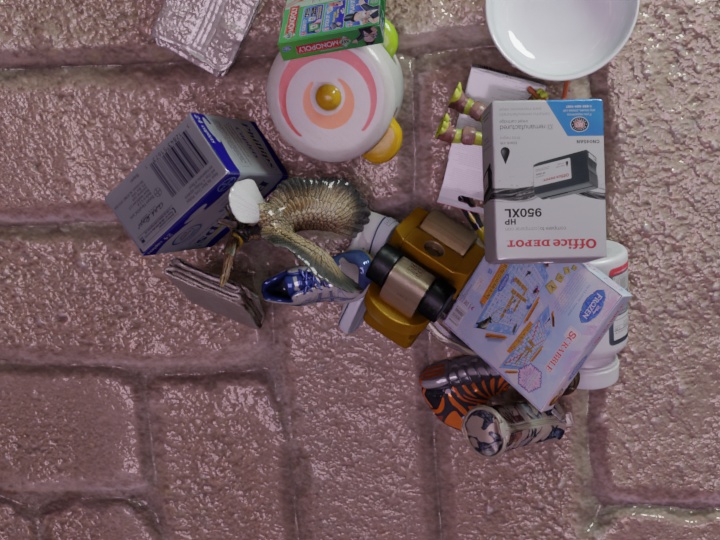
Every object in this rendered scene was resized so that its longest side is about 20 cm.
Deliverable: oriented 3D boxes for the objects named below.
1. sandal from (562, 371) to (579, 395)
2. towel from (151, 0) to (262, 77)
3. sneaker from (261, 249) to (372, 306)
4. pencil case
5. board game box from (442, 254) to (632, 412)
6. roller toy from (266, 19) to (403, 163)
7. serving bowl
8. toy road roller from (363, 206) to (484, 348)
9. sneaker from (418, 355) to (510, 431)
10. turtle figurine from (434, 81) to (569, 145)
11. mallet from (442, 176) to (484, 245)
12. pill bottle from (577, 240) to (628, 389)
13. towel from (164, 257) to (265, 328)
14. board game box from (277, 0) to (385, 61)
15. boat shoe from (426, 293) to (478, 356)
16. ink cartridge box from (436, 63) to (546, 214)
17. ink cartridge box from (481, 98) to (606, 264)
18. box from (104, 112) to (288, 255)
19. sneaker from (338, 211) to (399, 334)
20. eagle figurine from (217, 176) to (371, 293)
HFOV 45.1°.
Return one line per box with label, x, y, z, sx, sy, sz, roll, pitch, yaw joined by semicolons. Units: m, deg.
sandal;0.251;0.107;1.275;0.200;0.054;0.082;36;128;40
towel;-0.213;-0.394;1.253;0.132;0.035;0.201;27;110;-1
sneaker;-0.066;0.021;1.299;0.199;0.088;0.076;-19;82;41
pencil case;0.236;0.233;1.307;0.089;0.199;0.078;-27;72;38
board game box;0.240;0.055;1.209;0.199;0.041;0.201;43;114;29
roller toy;-0.034;-0.248;1.216;0.181;0.140;0.202;-3;109;11
serving bowl;0.266;-0.351;1.160;0.198;0.066;0.202;0;93;8
toy road roller;0.080;0.017;1.254;0.122;0.200;0.147;34;133;10
sneaker;0.200;0.188;1.367;0.199;0.078;0.113;-15;111;24
turtle figurine;0.193;-0.194;1.184;0.160;0.064;0.201;24;90;-1
mallet;0.191;-0.061;1.299;0.065;0.041;0.201;-22;100;17
pill bottle;0.331;0.065;1.272;0.118;0.120;0.202;-2;108;10
towel;-0.217;0.036;1.318;0.132;0.200;0.035;23;76;6
board game box;-0.033;-0.357;1.153;0.133;0.201;0.029;-8;135;12
boat shoe;0.124;0.059;1.329;0.199;0.075;0.074;33;102;-11
ink cartridge box;0.186;-0.185;1.249;0.108;0.050;0.202;15;111;3
ink cartridge box;0.233;-0.110;1.108;0.143;0.084;0.202;-1;88;-1
box;-0.229;-0.122;1.251;0.184;0.200;0.105;-39;83;19
sneaker;0.000;0.000;1.341;0.070;0.073;0.201;29;110;22
eagle figurine;-0.090;-0.054;1.213;0.198;0.151;0.153;4;104;10
